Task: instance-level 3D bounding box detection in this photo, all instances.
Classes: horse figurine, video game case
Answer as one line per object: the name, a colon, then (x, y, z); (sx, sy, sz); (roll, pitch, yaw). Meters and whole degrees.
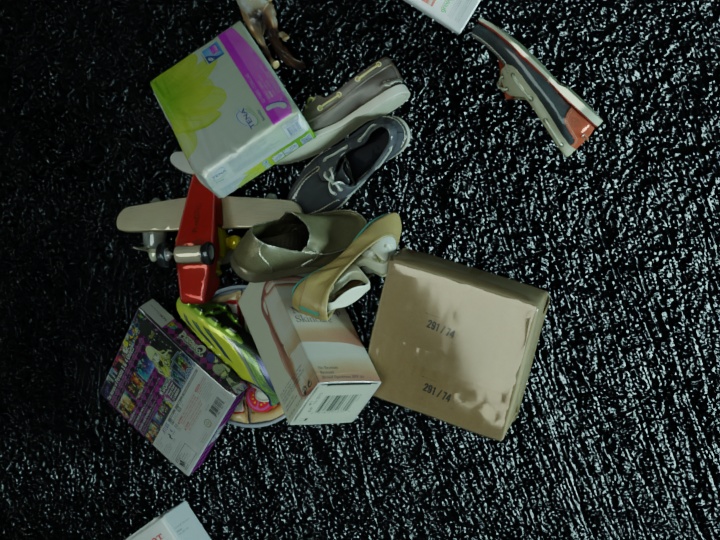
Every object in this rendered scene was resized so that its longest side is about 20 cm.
horse figurine: (-0.130, -0.344, 1.388); (0.050, 0.133, 0.200); (-25, 133, -3)
video game case: (-0.261, 0.164, 1.499); (0.181, 0.036, 0.200); (40, 130, 9)

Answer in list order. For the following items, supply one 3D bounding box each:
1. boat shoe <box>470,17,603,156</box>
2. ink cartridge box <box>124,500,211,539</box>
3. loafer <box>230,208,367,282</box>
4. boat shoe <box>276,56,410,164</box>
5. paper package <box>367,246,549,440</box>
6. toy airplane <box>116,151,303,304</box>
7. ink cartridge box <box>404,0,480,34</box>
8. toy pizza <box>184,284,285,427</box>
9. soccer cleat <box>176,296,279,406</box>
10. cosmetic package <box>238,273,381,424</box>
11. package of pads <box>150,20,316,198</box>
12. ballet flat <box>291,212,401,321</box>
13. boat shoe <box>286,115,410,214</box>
boat shoe: (0.204, -0.227, 1.330); (0.200, 0.071, 0.063); (44, 110, 4)
ink cartridge box: (-0.261, 0.452, 1.545); (0.144, 0.085, 0.200); (-36, 86, 18)
loafer: (-0.067, -0.038, 1.378); (0.076, 0.199, 0.068); (54, 145, 25)
boat shoe: (-0.035, -0.204, 1.407); (0.199, 0.072, 0.060); (-28, 81, 15)
paper package: (0.117, 0.091, 1.374); (0.199, 0.103, 0.191); (17, 103, 15)
toy airplane: (-0.202, -0.065, 1.453); (0.199, 0.141, 0.200); (-42, 60, -10)
ink cartridge box: (0.098, -0.418, 1.311); (0.175, 0.084, 0.200); (31, 105, -4)
toy pizza: (-0.162, 0.121, 1.503); (0.199, 0.032, 0.201); (2, 97, 17)
soccer cleat: (-0.174, 0.107, 1.456); (0.200, 0.065, 0.084); (34, 112, 11)
cosmetic package: (-0.067, 0.089, 1.379); (0.087, 0.103, 0.200); (-56, 48, 35)
package of pads: (-0.170, -0.205, 1.393); (0.154, 0.068, 0.200); (-34, 57, 2)
ballet flat: (0.000, 0.000, 1.367); (0.063, 0.200, 0.069); (30, 145, 32)
boat shoe: (-0.026, -0.132, 1.414); (0.200, 0.063, 0.073); (-36, 88, 19)
